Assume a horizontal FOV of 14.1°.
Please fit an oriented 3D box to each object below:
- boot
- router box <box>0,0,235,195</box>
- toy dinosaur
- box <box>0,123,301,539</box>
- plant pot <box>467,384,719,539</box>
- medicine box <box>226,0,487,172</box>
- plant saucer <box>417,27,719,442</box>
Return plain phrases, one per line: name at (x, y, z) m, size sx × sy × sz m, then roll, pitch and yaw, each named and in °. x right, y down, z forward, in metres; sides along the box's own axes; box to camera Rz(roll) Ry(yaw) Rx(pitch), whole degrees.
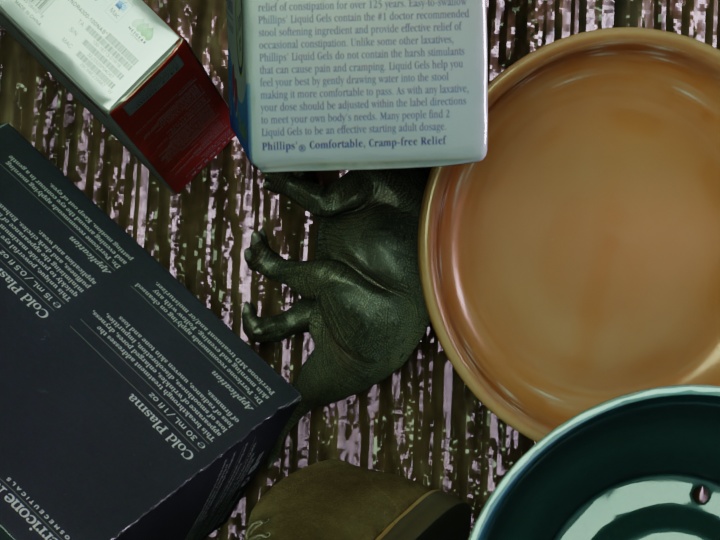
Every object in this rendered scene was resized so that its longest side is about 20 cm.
boot at (-0.034, 0.145, 1.320) m, size 0.075 × 0.200 × 0.074 m, roll 27°, pitch 123°, yaw 24°
router box at (-0.153, -0.136, 1.371) m, size 0.049 × 0.180 × 0.200 m, roll -45°, pitch 79°, yaw -3°
toy dinosaur at (0.000, 0.000, 1.384) m, size 0.102 × 0.077 × 0.201 m, roll 17°, pitch 79°, yaw 16°
box at (-0.166, 0.061, 1.328) m, size 0.200 × 0.104 × 0.182 m, roll 43°, pitch 42°, yaw 12°
plant pot at (0.141, 0.155, 1.278) m, size 0.199 × 0.188 × 0.201 m, roll 0°, pitch 85°, yaw 3°
medicine box at (-0.006, -0.152, 1.271) m, size 0.102 × 0.182 × 0.201 m, roll -3°, pitch 98°, yaw -5°
plant saucer at (0.120, -0.013, 1.363) m, size 0.199 × 0.037 × 0.202 m, roll -1°, pitch 95°, yaw -14°
